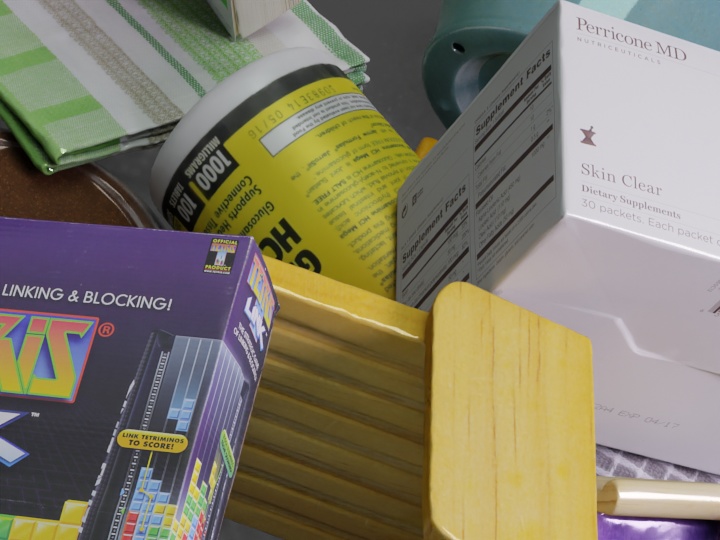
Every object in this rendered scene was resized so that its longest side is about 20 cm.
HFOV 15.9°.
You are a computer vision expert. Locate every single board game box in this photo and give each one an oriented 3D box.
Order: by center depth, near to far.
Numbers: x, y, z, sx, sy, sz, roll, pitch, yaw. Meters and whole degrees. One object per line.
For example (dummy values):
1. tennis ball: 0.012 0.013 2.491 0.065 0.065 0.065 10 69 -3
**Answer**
1. board game box: -0.147 0.061 0.986 0.199 0.057 0.166 4 60 15

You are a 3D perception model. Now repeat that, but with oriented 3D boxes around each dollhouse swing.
1. dollhouse swing: -0.009 0.114 1.066 0.175 0.200 0.182 8 51 -7

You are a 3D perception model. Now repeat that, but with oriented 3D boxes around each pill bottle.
1. pill bottle: 0.000 0.000 1.212 0.112 0.113 0.200 -27 68 -37

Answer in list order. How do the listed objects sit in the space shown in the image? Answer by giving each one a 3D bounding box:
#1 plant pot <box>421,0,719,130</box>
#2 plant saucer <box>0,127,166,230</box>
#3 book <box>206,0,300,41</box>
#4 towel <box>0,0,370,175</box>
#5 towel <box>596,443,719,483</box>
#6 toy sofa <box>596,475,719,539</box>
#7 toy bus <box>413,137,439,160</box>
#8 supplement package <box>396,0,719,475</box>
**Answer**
1. plant pot: 0.130 -0.146 1.342 0.200 0.200 0.188 30 60 0
2. plant saucer: -0.166 0.005 1.190 0.200 0.032 0.201 12 51 -14
3. book: -0.086 -0.219 1.231 0.048 0.200 0.134 -33 66 -12
4. towel: -0.112 -0.115 1.293 0.200 0.031 0.149 -18 51 -36
5. towel: 0.172 0.122 1.202 0.200 0.086 0.166 35 49 -3
6. toy sofa: 0.124 0.186 1.068 0.083 0.098 0.201 5 92 -22
7. toy bus: 0.111 -0.005 1.298 0.200 0.065 0.078 29 47 0
8. supplement package: 0.136 -0.006 1.111 0.199 0.156 0.111 15 54 -21
